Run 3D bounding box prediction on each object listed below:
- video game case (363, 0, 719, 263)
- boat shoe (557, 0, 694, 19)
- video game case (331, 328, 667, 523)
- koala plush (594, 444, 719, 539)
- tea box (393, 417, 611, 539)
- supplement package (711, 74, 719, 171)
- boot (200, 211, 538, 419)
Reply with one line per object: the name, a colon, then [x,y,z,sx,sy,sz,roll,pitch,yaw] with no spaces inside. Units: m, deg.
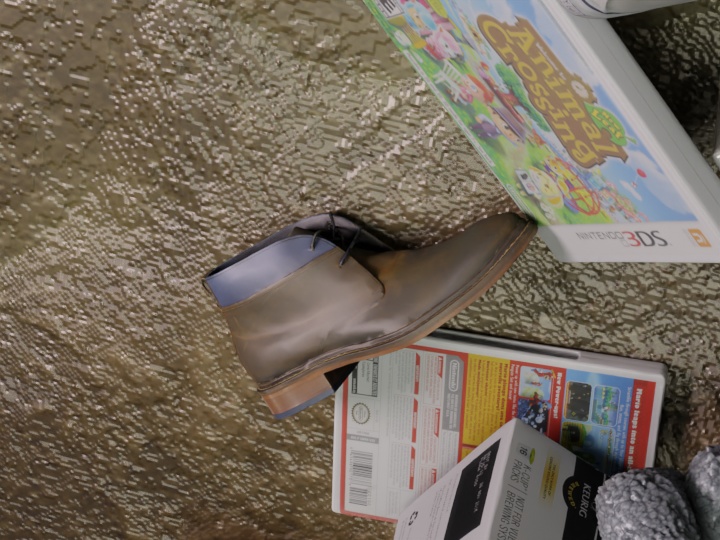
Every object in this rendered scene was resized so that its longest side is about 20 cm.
video game case: [0.095,-0.084,0.926,0.200,0.022,0.182,52,163,-15]
boat shoe: [0.182,-0.159,0.833,0.067,0.199,0.074,9,123,61]
video game case: [0.081,0.105,1.108,0.199,0.017,0.144,9,120,11]
koala plush: [0.266,0.157,0.955,0.177,0.200,0.184,-48,124,-2]
tea box: [0.113,0.233,1.043,0.196,0.200,0.134,33,133,-11]
supplement package: [0.291,-0.073,0.889,0.199,0.120,0.122,-22,113,25]
boot: [0.000,0.000,1.034,0.200,0.075,0.097,-33,97,21]
